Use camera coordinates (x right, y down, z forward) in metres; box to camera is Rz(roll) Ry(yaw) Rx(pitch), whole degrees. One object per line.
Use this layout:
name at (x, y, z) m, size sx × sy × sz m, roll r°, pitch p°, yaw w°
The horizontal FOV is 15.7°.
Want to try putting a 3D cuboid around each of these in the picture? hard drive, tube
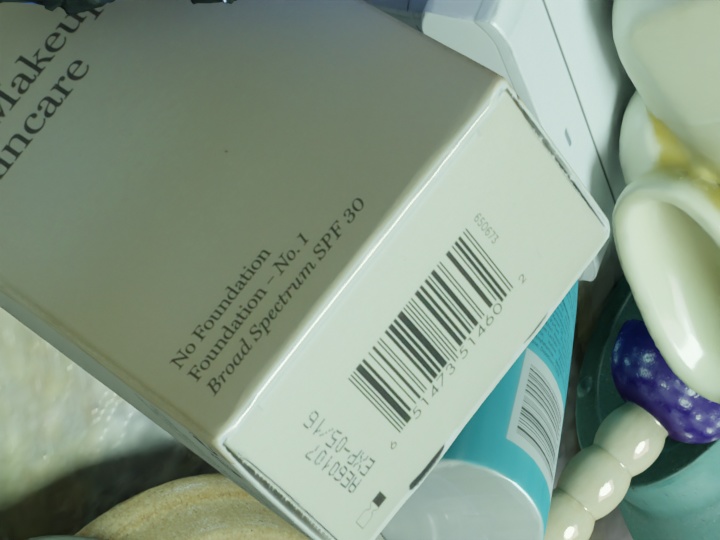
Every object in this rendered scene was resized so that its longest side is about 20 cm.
hard drive at (0.076, -0.115, 0.716) m, size 0.200 × 0.027 × 0.132 m, roll -68°, pitch 155°, yaw -22°
tube at (0.049, 0.010, 0.826) m, size 0.200 × 0.050 × 0.078 m, roll -71°, pitch 166°, yaw -48°

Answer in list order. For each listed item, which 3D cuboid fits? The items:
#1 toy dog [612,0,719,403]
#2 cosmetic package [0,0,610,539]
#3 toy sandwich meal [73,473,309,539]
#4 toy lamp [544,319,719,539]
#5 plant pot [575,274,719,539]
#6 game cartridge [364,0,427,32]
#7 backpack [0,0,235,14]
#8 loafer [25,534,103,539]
toy dog at (0.146, -0.084, 0.727) m, size 0.194 × 0.139 × 0.200 m, roll 51°, pitch 48°, yaw -16°
cosmetic package at (-0.051, -0.029, 0.628) m, size 0.104 × 0.200 × 0.073 m, roll -52°, pitch 143°, yaw -8°
toy sandwich meal at (-0.080, 0.155, 0.838) m, size 0.205 × 0.070 × 0.206 m, roll -19°, pitch 118°, yaw -42°
toy lamp at (0.042, 0.106, 0.842) m, size 0.200 × 0.058 × 0.058 m, roll -51°, pitch 142°, yaw -9°
plant pot at (0.164, 0.050, 0.947) m, size 0.134 × 0.200 × 0.201 m, roll 29°, pitch 93°, yaw -25°
game cartridge at (0.058, -0.142, 0.738) m, size 0.133 × 0.041 × 0.200 m, roll 41°, pitch 64°, yaw -60°
backpack at (-0.056, -0.163, 0.547) m, size 0.168 × 0.162 × 0.200 m, roll -63°, pitch 141°, yaw -35°
loafer at (-0.027, 0.141, 0.752) m, size 0.200 × 0.070 × 0.075 m, roll 33°, pitch 77°, yaw -20°
